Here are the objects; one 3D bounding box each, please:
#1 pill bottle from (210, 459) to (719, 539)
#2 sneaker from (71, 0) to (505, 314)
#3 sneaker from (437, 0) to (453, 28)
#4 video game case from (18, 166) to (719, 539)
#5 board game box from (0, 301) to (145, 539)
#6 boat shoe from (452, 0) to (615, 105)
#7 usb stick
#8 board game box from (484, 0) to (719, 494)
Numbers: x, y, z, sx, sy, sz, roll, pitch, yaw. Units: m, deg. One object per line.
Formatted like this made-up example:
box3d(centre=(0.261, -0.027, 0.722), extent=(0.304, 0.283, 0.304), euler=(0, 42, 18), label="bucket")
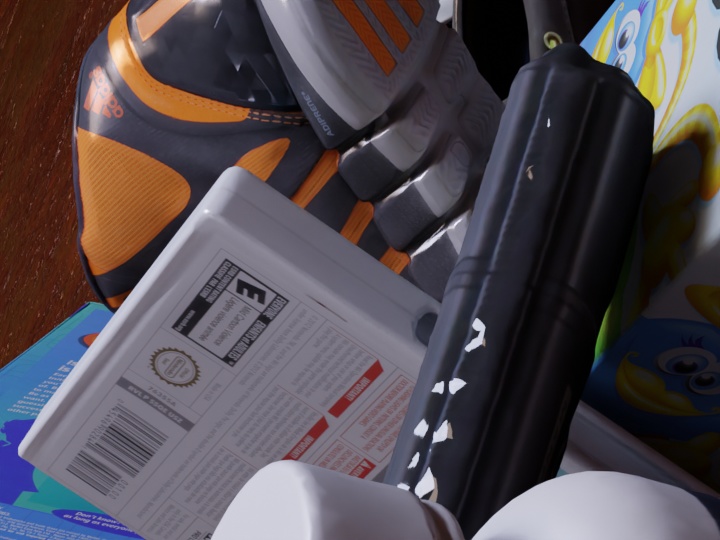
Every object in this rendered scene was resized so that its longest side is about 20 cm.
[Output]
box3d(centre=(0.067, 0.098, 0.509), extent=(0.111, 0.199, 0.111), euler=(-162, 90, -74), label="pill bottle")
box3d(centre=(0.000, 0.000, 0.792), extent=(0.112, 0.200, 0.078), euler=(-25, 17, 32), label="sneaker")
box3d(centre=(0.044, -0.115, 1.078), extent=(0.072, 0.072, 0.201), euler=(16, 80, 40), label="sneaker")
box3d(centre=(0.025, 0.067, 0.694), extent=(0.018, 0.200, 0.143), euler=(-59, 7, -34), label="video game case")
box3d(centre=(-0.053, 0.070, 0.889), extent=(0.200, 0.152, 0.045), euler=(-42, -39, -65), label="board game box")
box3d(centre=(0.054, -0.035, 0.943), extent=(0.072, 0.060, 0.202), euler=(127, 155, -49), label="boat shoe")
box3d(centre=(0.020, 0.049, 0.591), extent=(0.055, 0.033, 0.201), euler=(80, -153, -67), label="usb stick")
box3d(centre=(0.112, -0.021, 0.657), extent=(0.200, 0.105, 0.103), euler=(128, 154, -52), label="board game box")
